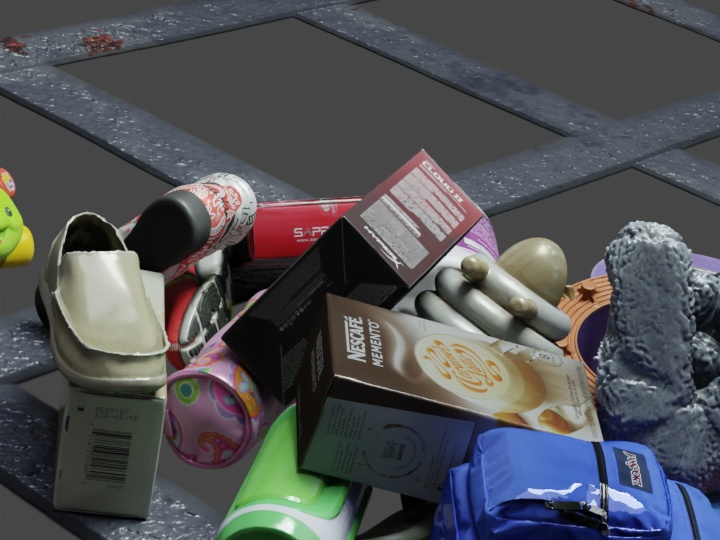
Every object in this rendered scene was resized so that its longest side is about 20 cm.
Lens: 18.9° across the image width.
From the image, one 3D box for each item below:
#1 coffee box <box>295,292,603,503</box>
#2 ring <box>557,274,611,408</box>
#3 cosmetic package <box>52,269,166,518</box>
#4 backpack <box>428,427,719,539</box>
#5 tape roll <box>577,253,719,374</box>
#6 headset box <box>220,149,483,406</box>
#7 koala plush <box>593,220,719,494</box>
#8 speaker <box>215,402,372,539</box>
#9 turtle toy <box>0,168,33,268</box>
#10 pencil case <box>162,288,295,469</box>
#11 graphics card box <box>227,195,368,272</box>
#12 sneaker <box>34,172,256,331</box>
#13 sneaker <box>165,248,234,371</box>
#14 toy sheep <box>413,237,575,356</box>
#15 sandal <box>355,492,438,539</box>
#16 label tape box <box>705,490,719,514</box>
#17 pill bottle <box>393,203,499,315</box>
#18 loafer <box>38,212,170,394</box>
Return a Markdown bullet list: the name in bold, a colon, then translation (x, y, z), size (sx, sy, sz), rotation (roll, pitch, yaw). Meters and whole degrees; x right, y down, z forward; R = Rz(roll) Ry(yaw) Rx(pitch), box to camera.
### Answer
- **coffee box**: translation (0.060, 0.100, 1.515), size (0.199, 0.080, 0.115), rotation (15, 28, -12)
- **ring**: translation (0.238, 0.059, 1.739), size (0.199, 0.019, 0.201), rotation (4, 37, -3)
- **cosmetic package**: translation (-0.184, 0.085, 1.597), size (0.073, 0.104, 0.200), rotation (7, 26, -8)
- **backpack**: translation (0.153, 0.200, 1.416), size (0.199, 0.169, 0.163), rotation (10, 33, -6)
- **tape roll**: translation (0.286, 0.062, 1.861), size (0.199, 0.085, 0.200), rotation (9, 25, -4)
- **headset box**: translation (0.000, 0.000, 1.646), size (0.075, 0.149, 0.200), rotation (47, 29, 1)
- **koala plush**: translation (0.247, 0.068, 1.598), size (0.176, 0.185, 0.200), rotation (16, 3, 5)
- **speaker**: translation (-0.042, 0.162, 1.512), size (0.088, 0.089, 0.200), rotation (14, 25, 6)
- **turtle toy**: translation (-0.346, -0.051, 1.825), size (0.145, 0.102, 0.200), rotation (-6, 29, -33)
- **pencil case**: translation (-0.087, 0.080, 1.674), size (0.087, 0.088, 0.200), rotation (16, 25, 12)
- **graphics card box**: translation (-0.047, -0.029, 1.842), size (0.125, 0.051, 0.200), rotation (-4, -1, -12)
- **sneaker**: translation (-0.168, -0.011, 1.744), size (0.108, 0.201, 0.067), rotation (-26, 84, -54)
- **sneaker**: translation (-0.150, 0.035, 1.783), size (0.084, 0.077, 0.200), rotation (-9, 22, 4)
- **toy sheep**: translation (0.089, 0.060, 1.647), size (0.138, 0.200, 0.138), rotation (38, 7, -5)
- **sandal**: translation (0.059, 0.155, 1.563), size (0.080, 0.058, 0.201), rotation (-21, 3, 39)
- **label tape box**: translation (0.265, 0.171, 1.630), size (0.142, 0.067, 0.200), rotation (0, 14, -18)
- **pill bottle**: translation (0.066, -0.002, 1.877), size (0.111, 0.113, 0.200), rotation (9, 25, -4)
- **loafer**: translation (-0.185, 0.021, 1.529), size (0.075, 0.069, 0.200), rotation (-3, 28, -24)
